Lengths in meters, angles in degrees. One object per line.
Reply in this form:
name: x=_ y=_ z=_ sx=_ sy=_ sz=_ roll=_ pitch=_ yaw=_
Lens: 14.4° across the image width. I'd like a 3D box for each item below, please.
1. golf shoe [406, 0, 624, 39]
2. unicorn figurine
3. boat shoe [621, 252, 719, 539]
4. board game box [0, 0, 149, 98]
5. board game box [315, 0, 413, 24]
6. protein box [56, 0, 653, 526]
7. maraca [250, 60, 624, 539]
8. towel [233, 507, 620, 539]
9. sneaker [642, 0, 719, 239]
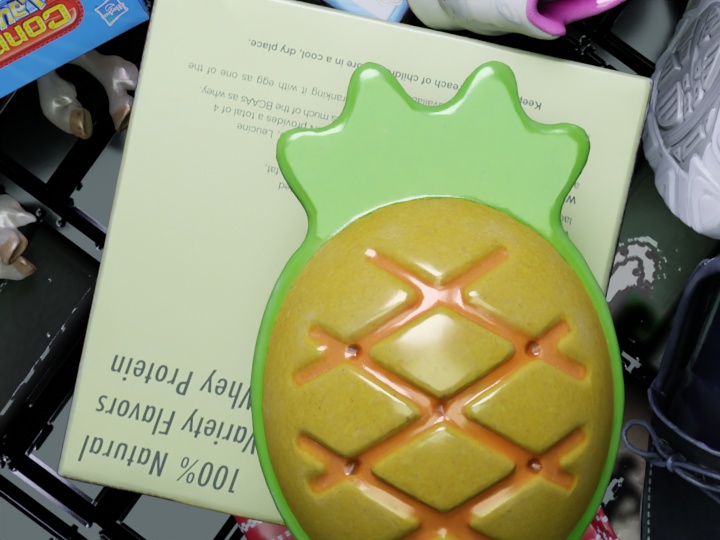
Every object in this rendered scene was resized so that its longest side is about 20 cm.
golf shoe: x=0.113 y=-0.147 z=1.119 sx=0.200 sy=0.091 sz=0.075 roll=-35 pitch=123 yaw=-17
unicorn figurine: x=-0.188 y=-0.060 z=1.236 sx=0.137 sy=0.074 sz=0.200 roll=34 pitch=77 yaw=12
boat shoe: x=0.147 y=0.066 z=1.182 sx=0.075 sy=0.062 sz=0.201 roll=35 pitch=128 yaw=31
board game box: x=-0.201 y=-0.122 z=1.172 sx=0.195 sy=0.200 sz=0.056 roll=-28 pitch=125 yaw=3
board game box: x=0.010 y=-0.217 z=1.240 sx=0.134 sy=0.034 sz=0.200 roll=33 pitch=91 yaw=3
protein box: x=0.000 y=0.000 z=1.162 sx=0.198 sy=0.135 sz=0.201 roll=12 pitch=93 yaw=2
maraca: x=0.028 y=0.024 z=1.039 sx=0.136 sy=0.107 sz=0.201 roll=-1 pitch=93 yaw=-4
towel: x=0.023 y=0.102 z=1.243 sx=0.144 sy=0.022 sz=0.200 roll=-30 pitch=88 yaw=3
sneaker: x=0.178 y=-0.092 z=1.177 sx=0.099 sy=0.078 sz=0.201 roll=26 pitch=57 yaw=-20
